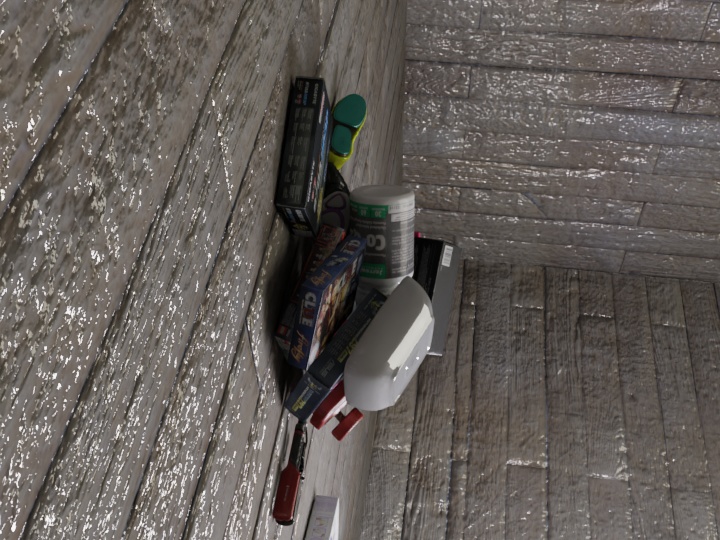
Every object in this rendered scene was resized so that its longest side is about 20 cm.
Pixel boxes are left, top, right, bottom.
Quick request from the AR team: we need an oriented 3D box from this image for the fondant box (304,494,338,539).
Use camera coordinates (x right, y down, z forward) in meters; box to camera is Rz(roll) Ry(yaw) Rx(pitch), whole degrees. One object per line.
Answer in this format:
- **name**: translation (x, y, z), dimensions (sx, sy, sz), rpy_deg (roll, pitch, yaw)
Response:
- **fondant box**: translation (-0.090, 0.617, 1.828), dimensions (0.201, 0.057, 0.146), rpy_deg (-76, 169, -61)

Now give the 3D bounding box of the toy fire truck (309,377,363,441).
- **toy fire truck**: translation (-0.014, 0.207, 1.508), dimensions (0.200, 0.112, 0.168), rpy_deg (-42, 172, -22)

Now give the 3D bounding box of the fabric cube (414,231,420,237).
- **fabric cube**: translation (0.024, 0.033, 1.746), dimensions (0.196, 0.197, 0.202), rpy_deg (61, 33, -78)

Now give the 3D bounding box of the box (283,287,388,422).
- **box**: translation (-0.036, 0.140, 1.371), dimensions (0.200, 0.051, 0.158), rpy_deg (-51, 176, -35)

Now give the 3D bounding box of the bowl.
- **bowl**: translation (0.056, 0.130, 1.353), dimensions (0.201, 0.074, 0.200), rpy_deg (-55, 163, -24)

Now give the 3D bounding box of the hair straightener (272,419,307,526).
- **hair straightener**: translation (-0.119, 0.341, 1.444), dimensions (0.077, 0.040, 0.202), rpy_deg (86, 7, -58)

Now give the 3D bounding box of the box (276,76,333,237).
- **box**: translation (-0.081, -0.167, 1.265), dimensions (0.159, 0.045, 0.203), rpy_deg (75, 22, -76)

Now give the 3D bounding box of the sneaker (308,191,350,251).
- **sneaker**: translation (-0.054, -0.044, 1.487), dimensions (0.100, 0.074, 0.202), rpy_deg (-30, 135, -70)

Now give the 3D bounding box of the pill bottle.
- **pill bottle**: translation (0.037, -0.039, 1.433), dimensions (0.113, 0.112, 0.203), rpy_deg (-67, 157, -71)

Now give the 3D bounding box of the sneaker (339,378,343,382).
- **sneaker**: translation (-0.065, 0.222, 1.670), dimensions (0.200, 0.087, 0.075), rpy_deg (-39, 137, -50)

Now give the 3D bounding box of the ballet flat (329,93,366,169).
- **ballet flat**: translation (-0.036, -0.262, 1.606), dimensions (0.067, 0.066, 0.201), rpy_deg (120, -11, -45)

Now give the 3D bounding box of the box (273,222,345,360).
- **box**: translation (-0.073, 0.042, 1.337), dimensions (0.137, 0.039, 0.202), rpy_deg (78, 32, -68)

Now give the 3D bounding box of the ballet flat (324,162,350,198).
- **ballet flat**: translation (-0.043, -0.136, 1.589), dimensions (0.200, 0.066, 0.057), rpy_deg (86, 0, -67)

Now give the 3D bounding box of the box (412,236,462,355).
- **box**: translation (0.094, 0.041, 1.524), dimensions (0.079, 0.140, 0.203), rpy_deg (13, 88, -55)

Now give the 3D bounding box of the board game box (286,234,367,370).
- **board game box**: translation (-0.048, 0.044, 1.272), dimensions (0.200, 0.034, 0.137), rpy_deg (-51, 156, -59)

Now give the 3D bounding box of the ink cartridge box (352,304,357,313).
- **ink cartridge box**: translation (0.000, 0.000, 1.541), dimensions (0.200, 0.057, 0.164), rpy_deg (48, 57, -49)
